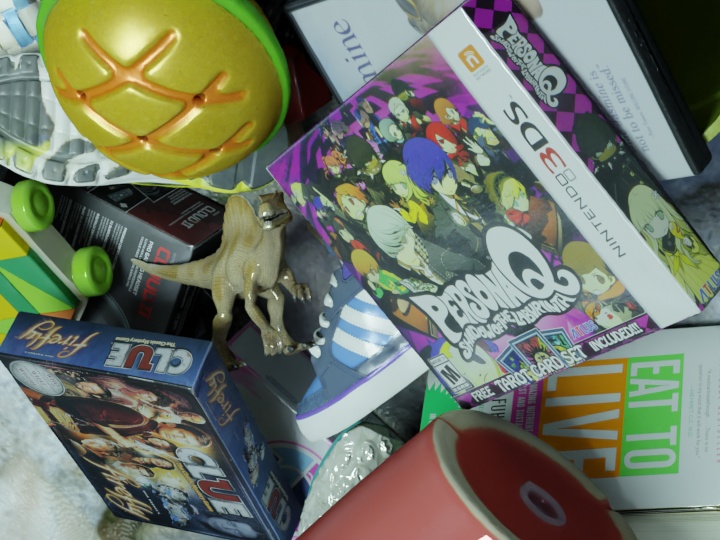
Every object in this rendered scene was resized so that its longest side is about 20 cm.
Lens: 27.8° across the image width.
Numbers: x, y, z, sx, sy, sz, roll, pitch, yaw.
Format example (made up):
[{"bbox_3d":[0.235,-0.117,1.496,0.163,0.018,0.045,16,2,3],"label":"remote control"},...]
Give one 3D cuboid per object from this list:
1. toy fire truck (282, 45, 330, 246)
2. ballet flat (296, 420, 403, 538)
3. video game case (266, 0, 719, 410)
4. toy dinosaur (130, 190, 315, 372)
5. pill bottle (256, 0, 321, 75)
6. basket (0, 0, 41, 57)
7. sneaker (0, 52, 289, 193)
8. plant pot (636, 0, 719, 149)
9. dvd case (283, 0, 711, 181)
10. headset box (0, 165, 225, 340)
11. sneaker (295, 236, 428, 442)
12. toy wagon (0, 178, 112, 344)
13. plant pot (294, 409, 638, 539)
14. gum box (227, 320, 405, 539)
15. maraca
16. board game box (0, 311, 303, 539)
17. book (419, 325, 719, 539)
[{"bbox_3d":[0.013,-0.046,0.936,0.141,0.049,0.200,1,111,21],"label":"toy fire truck"},{"bbox_3d":[-0.008,0.190,0.945,0.072,0.072,0.200,27,121,9],"label":"ballet flat"},{"bbox_3d":[0.061,-0.027,0.744,0.181,0.036,0.200,51,144,-6],"label":"video game case"},{"bbox_3d":[-0.070,0.006,0.877,0.200,0.058,0.101,-24,80,59],"label":"toy dinosaur"},{"bbox_3d":[-0.068,-0.203,0.871,0.200,0.112,0.112,37,118,3],"label":"pill bottle"},{"bbox_3d":[-0.276,-0.155,0.939,0.200,0.176,0.139,-28,111,14],"label":"basket"},{"bbox_3d":[-0.147,-0.080,0.887,0.200,0.085,0.075,11,88,-13],"label":"sneaker"},{"bbox_3d":[0.143,-0.186,0.732,0.200,0.193,0.201,26,142,23],"label":"plant pot"},{"bbox_3d":[0.061,-0.096,0.724,0.200,0.018,0.143,-7,122,49],"label":"dvd case"},{"bbox_3d":[-0.188,-0.001,1.015,0.200,0.077,0.149,28,117,10],"label":"headset box"},{"bbox_3d":[0.000,0.000,0.893,0.200,0.081,0.147,-39,85,32],"label":"sneaker"},{"bbox_3d":[-0.259,-0.021,0.919,0.155,0.040,0.200,-9,140,23],"label":"toy wagon"},{"bbox_3d":[0.050,0.188,0.802,0.200,0.200,0.177,37,110,4],"label":"plant pot"},{"bbox_3d":[-0.040,0.143,1.019,0.200,0.066,0.114,42,118,1],"label":"gum box"},{"bbox_3d":[-0.108,-0.122,0.765,0.137,0.107,0.200,0,146,10],"label":"maraca"},{"bbox_3d":[-0.127,0.105,0.920,0.135,0.035,0.200,7,145,22],"label":"board game box"},{"bbox_3d":[0.135,0.102,0.907,0.200,0.134,0.048,-6,142,22],"label":"book"}]
